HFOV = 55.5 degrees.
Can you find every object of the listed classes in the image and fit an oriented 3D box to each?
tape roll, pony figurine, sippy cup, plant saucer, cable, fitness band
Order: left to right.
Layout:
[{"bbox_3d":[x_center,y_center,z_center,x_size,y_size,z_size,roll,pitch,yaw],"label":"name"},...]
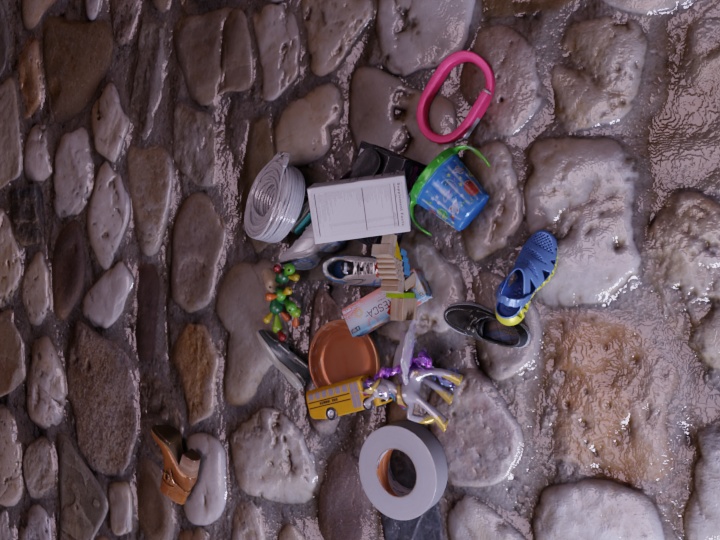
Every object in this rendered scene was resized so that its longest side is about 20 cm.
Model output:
[{"bbox_3d":[-0.213,-0.168,1.674,0.198,0.068,0.206,-23,59,47],"label":"cable"},{"bbox_3d":[-0.035,0.217,1.617,0.196,0.037,0.207,1,92,31],"label":"plant saucer"},{"bbox_3d":[0.094,0.442,1.522,0.196,0.066,0.207,0,90,32],"label":"tape roll"},{"bbox_3d":[0.112,0.224,1.458,0.195,0.167,0.197,21,72,4],"label":"pony figurine"},{"bbox_3d":[0.192,-0.160,1.425,0.130,0.139,0.179,44,136,13],"label":"sippy cup"},{"bbox_3d":[0.201,-0.367,1.464,0.143,0.037,0.202,42,110,25],"label":"fitness band"}]

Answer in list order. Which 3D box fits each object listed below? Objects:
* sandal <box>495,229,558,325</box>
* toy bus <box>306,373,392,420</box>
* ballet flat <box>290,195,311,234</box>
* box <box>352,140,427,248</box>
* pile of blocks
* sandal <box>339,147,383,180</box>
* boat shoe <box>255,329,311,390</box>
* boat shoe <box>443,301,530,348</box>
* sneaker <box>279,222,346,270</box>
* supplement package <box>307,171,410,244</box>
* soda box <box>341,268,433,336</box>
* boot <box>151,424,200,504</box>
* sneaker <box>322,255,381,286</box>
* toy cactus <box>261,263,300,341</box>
[{"bbox_3d":[0.325,0.010,1.346,0.078,0.087,0.204,25,85,30],"label":"sandal"},{"bbox_3d":[-0.026,0.288,1.554,0.196,0.065,0.080,-21,78,31],"label":"toy bus"},{"bbox_3d":[-0.107,-0.166,1.643,0.199,0.067,0.065,-39,64,26],"label":"ballet flat"},{"bbox_3d":[0.042,-0.164,1.521,0.130,0.114,0.205,27,103,30],"label":"box"},{"bbox_3d":[0.068,0.014,1.437,0.061,0.082,0.205,1,112,36],"label":"pile of blocks"},{"bbox_3d":[-0.028,-0.176,1.469,0.075,0.048,0.203,42,111,25],"label":"sandal"},{"bbox_3d":[-0.190,0.212,1.713,0.061,0.074,0.200,-35,57,-19],"label":"boat shoe"},{"bbox_3d":[0.255,0.112,1.422,0.196,0.056,0.071,15,98,31],"label":"boat shoe"},{"bbox_3d":[-0.117,-0.064,1.658,0.197,0.074,0.089,-25,61,27],"label":"sneaker"},{"bbox_3d":[0.001,-0.129,1.391,0.194,0.110,0.117,-6,102,5],"label":"supplement package"},{"bbox_3d":[0.060,0.073,1.521,0.197,0.063,0.070,-30,75,17],"label":"soda box"},{"bbox_3d":[-0.536,0.542,1.916,0.198,0.073,0.158,33,111,30],"label":"boot"},{"bbox_3d":[0.000,0.000,1.574,0.195,0.072,0.074,-2,88,31],"label":"sneaker"},{"bbox_3d":[-0.208,0.057,1.689,0.165,0.100,0.204,49,145,44],"label":"toy cactus"}]
